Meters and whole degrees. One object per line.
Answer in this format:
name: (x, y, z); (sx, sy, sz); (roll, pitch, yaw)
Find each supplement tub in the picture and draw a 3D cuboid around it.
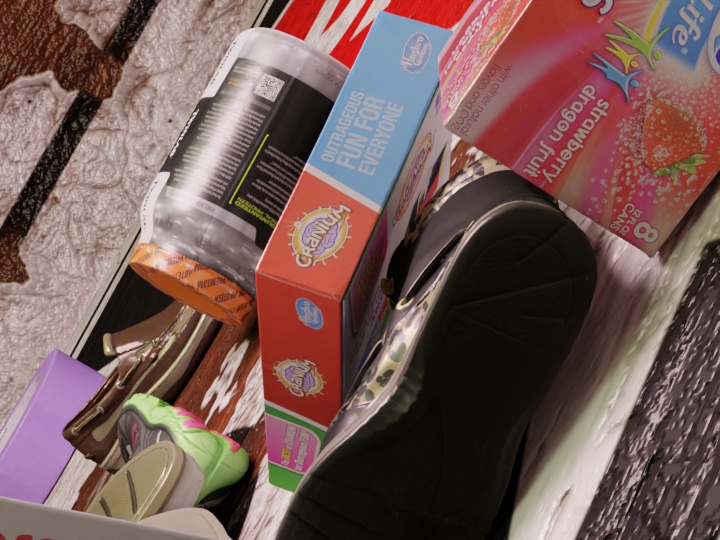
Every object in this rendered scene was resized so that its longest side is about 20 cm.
supplement tub: (-0.083, -0.068, 1.475); (0.200, 0.122, 0.123); (-61, 11, -12)

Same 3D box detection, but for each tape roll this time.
tape roll: (-0.357, 0.187, 2.174); (0.200, 0.066, 0.200); (-56, 12, 19)

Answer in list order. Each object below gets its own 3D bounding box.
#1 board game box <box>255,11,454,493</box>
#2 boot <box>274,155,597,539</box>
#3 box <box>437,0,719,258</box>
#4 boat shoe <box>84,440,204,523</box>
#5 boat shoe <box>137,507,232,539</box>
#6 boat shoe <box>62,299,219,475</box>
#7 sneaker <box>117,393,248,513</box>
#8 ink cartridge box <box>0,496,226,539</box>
board game box: (0.000, 0.000, 0.937); (0.200, 0.040, 0.153); (91, -160, -57)
boot: (0.029, 0.044, 0.817); (0.151, 0.073, 0.200); (-81, 17, -73)
box: (0.124, -0.120, 0.750); (0.200, 0.102, 0.095); (-54, 12, 19)
boat shoe: (-0.145, 0.194, 1.189); (0.200, 0.068, 0.075); (-57, 24, 10)
boat shoe: (-0.085, 0.183, 1.051); (0.200, 0.072, 0.063); (-140, 38, -74)
boat shoe: (-0.182, 0.074, 1.666); (0.203, 0.075, 0.075); (-59, 11, 4)
sneaker: (-0.133, 0.132, 1.294); (0.084, 0.077, 0.200); (-57, 9, -9)
ink cartridge box: (-0.118, 0.201, 0.734); (0.145, 0.145, 0.200); (136, 143, -57)
